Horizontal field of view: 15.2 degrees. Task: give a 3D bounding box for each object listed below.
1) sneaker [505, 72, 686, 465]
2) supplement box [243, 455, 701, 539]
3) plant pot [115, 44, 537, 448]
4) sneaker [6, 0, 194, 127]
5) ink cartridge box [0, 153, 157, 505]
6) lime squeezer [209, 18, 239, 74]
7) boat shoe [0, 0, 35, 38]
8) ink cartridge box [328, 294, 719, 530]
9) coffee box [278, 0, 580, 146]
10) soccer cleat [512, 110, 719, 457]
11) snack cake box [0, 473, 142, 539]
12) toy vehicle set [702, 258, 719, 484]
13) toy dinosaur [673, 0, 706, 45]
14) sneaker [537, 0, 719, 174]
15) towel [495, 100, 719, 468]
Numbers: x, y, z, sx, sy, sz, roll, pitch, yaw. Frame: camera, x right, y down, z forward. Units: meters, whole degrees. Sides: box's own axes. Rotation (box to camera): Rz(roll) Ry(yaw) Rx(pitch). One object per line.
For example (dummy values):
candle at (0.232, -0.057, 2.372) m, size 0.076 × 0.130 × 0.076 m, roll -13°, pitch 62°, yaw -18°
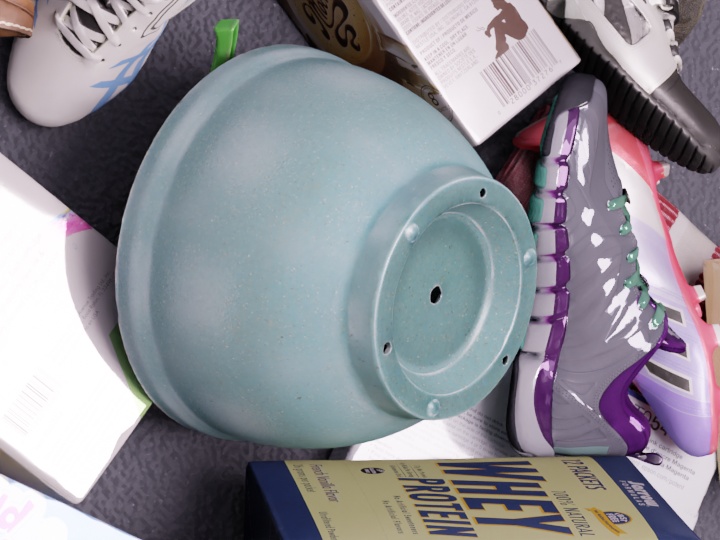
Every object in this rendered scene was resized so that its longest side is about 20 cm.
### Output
sneaker at (0.127, 0.000, 1.380) m, size 0.087 × 0.074 × 0.201 m, roll 7°, pitch 102°, yaw 6°
supplement box at (0.047, 0.204, 1.316) m, size 0.199 × 0.134 × 0.201 m, roll 0°, pitch 104°, yaw -11°
plant pot at (0.000, 0.000, 1.306) m, size 0.200 × 0.134 × 0.201 m, roll -19°, pitch 116°, yaw -45°
sneaker at (-0.113, -0.146, 1.316) m, size 0.072 × 0.072 × 0.200 m, roll 47°, pitch 114°, yaw 5°
ink cartridge box at (-0.191, 0.011, 1.317) m, size 0.200 × 0.067 × 0.117 m, roll 40°, pitch 71°, yaw -16°
lime squeezer at (-0.056, -0.052, 1.387) m, size 0.038 × 0.070 × 0.200 m, roll -79°, pitch 152°, yaw -47°
boat shoe at (-0.259, -0.124, 1.304) m, size 0.199 × 0.076 × 0.074 m, roll 6°, pitch 88°, yaw -14°
ink cartridge box at (0.072, 0.139, 1.429) m, size 0.196 × 0.043 × 0.200 m, roll 28°, pitch 75°, yaw -15°
coffee box at (0.009, -0.160, 1.393) m, size 0.080 × 0.113 × 0.200 m, roll -39°, pitch 100°, yaw -18°
soccer cleat at (0.140, 0.006, 1.434) m, size 0.076 × 0.067 × 0.201 m, roll -14°, pitch 82°, yaw -5°
snack cake box at (-0.171, 0.142, 1.289) m, size 0.200 × 0.115 × 0.067 m, roll 27°, pitch 75°, yaw -19°
toy vehicle set at (0.275, 0.055, 1.506) m, size 0.200 × 0.026 × 0.125 m, roll 0°, pitch 84°, yaw -38°
toy dinosaur at (0.154, -0.174, 1.477) m, size 0.102 × 0.077 × 0.201 m, roll -5°, pitch 83°, yaw -10°
sneaker at (0.137, -0.143, 1.398) m, size 0.088 × 0.074 × 0.200 m, roll -39°, pitch 86°, yaw -9°
towel at (0.139, 0.023, 1.482) m, size 0.200 × 0.023 × 0.144 m, roll 40°, pitch 70°, yaw -17°
